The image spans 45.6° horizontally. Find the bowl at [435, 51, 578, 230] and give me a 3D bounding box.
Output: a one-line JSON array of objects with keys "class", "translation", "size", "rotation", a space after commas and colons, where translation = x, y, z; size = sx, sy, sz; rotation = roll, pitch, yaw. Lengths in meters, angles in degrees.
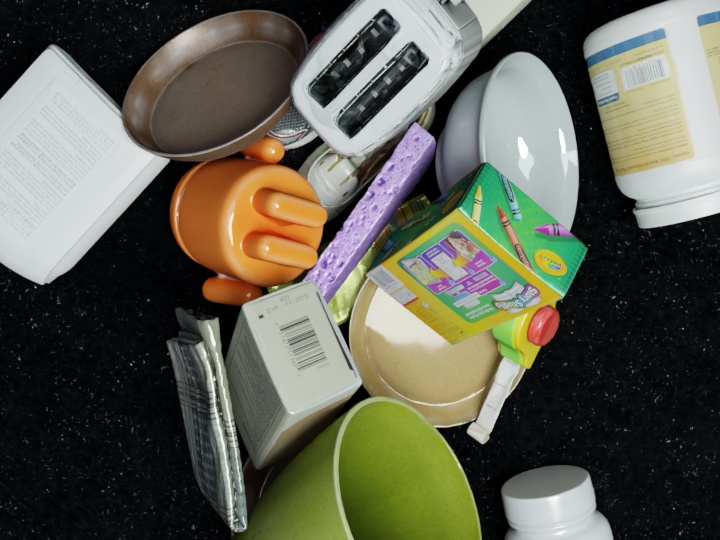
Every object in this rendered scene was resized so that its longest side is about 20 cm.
[{"class": "bowl", "translation": [0.137, -0.107, 0.856], "size": [0.089, 0.200, 0.205], "rotation": [-2, 94, 39]}]

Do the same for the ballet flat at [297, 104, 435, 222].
[{"class": "ballet flat", "translation": [-0.004, -0.121, 0.888], "size": [0.200, 0.062, 0.068], "rotation": [-44, 93, 1]}]

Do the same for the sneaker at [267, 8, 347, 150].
[{"class": "sneaker", "translation": [-0.035, -0.211, 0.876], "size": [0.080, 0.075, 0.200], "rotation": [41, 92, -3]}]

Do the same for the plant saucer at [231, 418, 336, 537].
[{"class": "plant saucer", "translation": [-0.040, 0.255, 0.882], "size": [0.197, 0.034, 0.204], "rotation": [-5, 76, 20]}]

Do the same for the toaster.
[{"class": "toaster", "translation": [0.016, -0.182, 0.772], "size": [0.199, 0.129, 0.114], "rotation": [-40, 95, 21]}]

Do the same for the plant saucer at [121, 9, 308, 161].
[{"class": "plant saucer", "translation": [-0.139, -0.178, 0.846], "size": [0.197, 0.035, 0.203], "rotation": [-10, 53, 14]}]

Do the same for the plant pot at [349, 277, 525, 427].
[{"class": "plant pot", "translation": [0.085, 0.065, 0.911], "size": [0.196, 0.027, 0.204], "rotation": [-1, 98, -5]}]

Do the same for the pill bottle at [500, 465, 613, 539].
[{"class": "pill bottle", "translation": [0.214, 0.317, 0.893], "size": [0.111, 0.113, 0.203], "rotation": [-14, 93, -1]}]

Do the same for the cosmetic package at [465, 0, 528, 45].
[{"class": "cosmetic package", "translation": [0.145, -0.297, 0.863], "size": [0.200, 0.105, 0.071], "rotation": [-43, 92, -1]}]

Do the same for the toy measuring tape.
[{"class": "toy measuring tape", "translation": [0.147, 0.080, 0.867], "size": [0.073, 0.074, 0.202], "rotation": [25, 95, -3]}]

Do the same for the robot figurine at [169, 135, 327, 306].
[{"class": "robot figurine", "translation": [-0.115, -0.049, 0.835], "size": [0.116, 0.199, 0.146], "rotation": [-31, 117, -27]}]

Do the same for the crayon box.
[{"class": "crayon box", "translation": [0.098, -0.007, 0.788], "size": [0.118, 0.200, 0.059], "rotation": [38, 63, -9]}]

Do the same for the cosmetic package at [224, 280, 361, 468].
[{"class": "cosmetic package", "translation": [-0.072, 0.102, 0.791], "size": [0.070, 0.200, 0.106], "rotation": [-20, 73, -23]}]

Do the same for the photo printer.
[{"class": "photo printer", "translation": [-0.320, -0.100, 0.877], "size": [0.166, 0.069, 0.200], "rotation": [43, 92, -4]}]

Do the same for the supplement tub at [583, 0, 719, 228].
[{"class": "supplement tub", "translation": [0.313, -0.156, 0.853], "size": [0.142, 0.145, 0.203], "rotation": [-15, 93, -1]}]

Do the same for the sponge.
[{"class": "sponge", "translation": [0.006, -0.047, 0.850], "size": [0.030, 0.112, 0.201], "rotation": [36, 90, 4]}]

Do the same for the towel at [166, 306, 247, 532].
[{"class": "towel", "translation": [-0.154, 0.137, 0.838], "size": [0.034, 0.192, 0.204], "rotation": [-9, 92, -18]}]

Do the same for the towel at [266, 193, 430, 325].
[{"class": "towel", "translation": [0.000, 0.000, 0.917], "size": [0.198, 0.018, 0.087], "rotation": [-27, 93, 0]}]

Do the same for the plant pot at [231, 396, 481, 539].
[{"class": "plant pot", "translation": [-0.025, 0.240, 0.771], "size": [0.199, 0.187, 0.188], "rotation": [-32, 94, 33]}]
